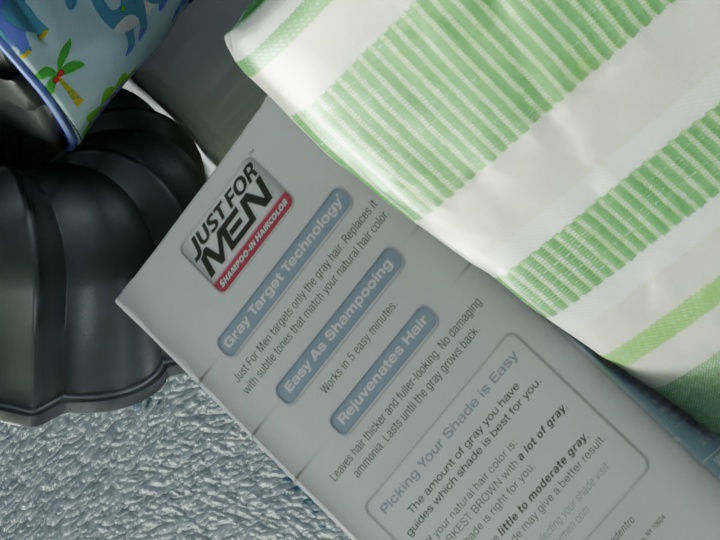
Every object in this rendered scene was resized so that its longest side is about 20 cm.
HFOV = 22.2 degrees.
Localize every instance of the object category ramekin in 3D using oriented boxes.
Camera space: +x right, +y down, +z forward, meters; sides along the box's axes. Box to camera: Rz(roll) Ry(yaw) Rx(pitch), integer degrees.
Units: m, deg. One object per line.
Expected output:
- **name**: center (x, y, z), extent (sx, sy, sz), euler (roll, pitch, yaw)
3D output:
- **ramekin**: center (-0.068, -0.108, 0.798), extent (0.200, 0.098, 0.201), euler (42, 172, 7)

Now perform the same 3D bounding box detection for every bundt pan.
- **bundt pan**: center (-0.145, -0.026, 0.687), extent (0.199, 0.077, 0.202), euler (7, -154, -3)

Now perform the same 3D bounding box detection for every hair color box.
- **hair color box**: center (0.026, 0.038, 0.595), extent (0.200, 0.099, 0.061), euler (43, -163, 13)

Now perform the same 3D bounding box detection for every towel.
- **towel**: center (0.077, -0.043, 0.487), extent (0.199, 0.024, 0.152), euler (34, 132, -18)

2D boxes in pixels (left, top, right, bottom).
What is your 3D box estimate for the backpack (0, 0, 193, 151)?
- **backpack**: center (-0.141, -0.152, 0.631), extent (0.199, 0.147, 0.183), euler (36, 170, 36)
